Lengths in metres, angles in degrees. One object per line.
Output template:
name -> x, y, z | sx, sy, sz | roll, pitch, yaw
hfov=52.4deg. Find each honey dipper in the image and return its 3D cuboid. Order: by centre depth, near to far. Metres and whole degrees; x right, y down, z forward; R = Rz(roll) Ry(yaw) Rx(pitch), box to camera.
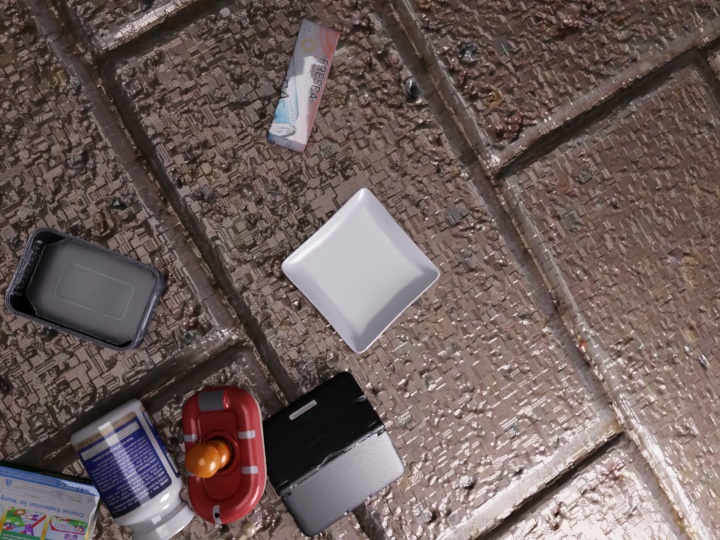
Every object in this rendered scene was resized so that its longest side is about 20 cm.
honey dipper -> -0.236, 0.479, 1.150 | 0.038, 0.038, 0.200 | 44, 79, -5

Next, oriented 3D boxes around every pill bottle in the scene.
pill bottle -> -0.339, 0.307, 1.102 | 0.115, 0.116, 0.202 | -29, 91, -10

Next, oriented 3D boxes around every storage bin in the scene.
storage bin -> -0.414, 0.030, 1.118 | 0.198, 0.094, 0.137 | 21, 83, -9

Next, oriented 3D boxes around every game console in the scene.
game console -> -0.054, 0.300, 1.202 | 0.198, 0.117, 0.177 | -31, 62, -11

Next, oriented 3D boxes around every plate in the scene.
plate -> 0.000, 0.000, 1.223 | 0.200, 0.032, 0.200 | -43, 95, -10

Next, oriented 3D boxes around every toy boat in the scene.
toy boat -> -0.219, 0.280, 1.104 | 0.129, 0.131, 0.203 | -8, 87, 17

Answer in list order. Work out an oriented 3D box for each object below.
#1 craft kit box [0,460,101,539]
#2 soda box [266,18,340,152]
craft kit box -> -0.509, 0.401, 1.105 | 0.197, 0.048, 0.200 | 16, 82, -9
soda box -> -0.095, -0.304, 1.210 | 0.067, 0.064, 0.203 | 17, 83, -8
